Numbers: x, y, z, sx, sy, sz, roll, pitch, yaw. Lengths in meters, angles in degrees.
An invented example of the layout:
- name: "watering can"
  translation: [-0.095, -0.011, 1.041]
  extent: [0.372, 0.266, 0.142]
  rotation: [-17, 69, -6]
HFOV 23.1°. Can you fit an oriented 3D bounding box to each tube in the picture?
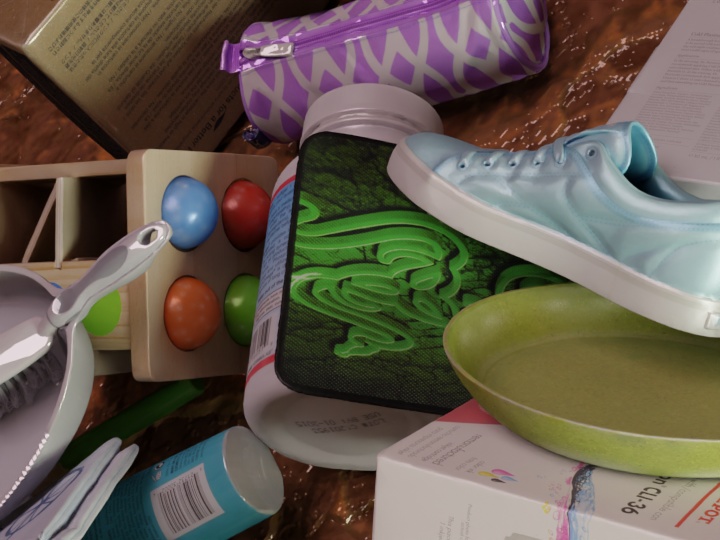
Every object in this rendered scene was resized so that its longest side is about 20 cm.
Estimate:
- name: "tube"
  translation: [-0.134, 0.148, 0.962]
  extent: [0.200, 0.050, 0.078]
  rotation: [-28, 50, 24]

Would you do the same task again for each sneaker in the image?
- name: "sneaker"
  translation: [0.107, -0.042, 0.867]
  extent: [0.200, 0.074, 0.082]
  rotation: [26, 105, 25]

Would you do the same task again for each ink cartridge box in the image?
- name: "ink cartridge box"
  translation: [-0.123, -0.177, 1.138]
  extent: [0.075, 0.165, 0.200]
  rotation: [26, 75, 45]
- name: "ink cartridge box"
  translation: [0.118, 0.117, 0.771]
  extent: [0.200, 0.116, 0.068]
  rotation: [13, 109, 28]

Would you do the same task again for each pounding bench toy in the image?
- name: "pounding bench toy"
  translation: [-0.129, 0.035, 1.015]
  extent: [0.156, 0.124, 0.200]
  rotation: [-1, 91, 33]

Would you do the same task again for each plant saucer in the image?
- name: "plant saucer"
  translation: [0.137, 0.051, 0.816]
  extent: [0.200, 0.200, 0.031]
  rotation: [21, 116, 42]

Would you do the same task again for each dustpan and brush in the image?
- name: "dustpan and brush"
  translation: [-0.169, 0.037, 0.926]
  extent: [0.200, 0.057, 0.140]
  rotation: [-32, 63, 11]

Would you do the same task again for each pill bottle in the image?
- name: "pill bottle"
  translation: [0.000, 0.000, 0.966]
  extent: [0.109, 0.109, 0.200]
  rotation: [-13, 53, 26]

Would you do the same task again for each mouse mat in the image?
- name: "mouse mat"
  translation: [0.060, 0.006, 0.906]
  extent: [0.200, 0.008, 0.161]
  rotation: [8, 57, -6]

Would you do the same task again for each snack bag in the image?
- name: "snack bag"
  translation: [-0.209, 0.176, 0.877]
  extent: [0.188, 0.021, 0.200]
  rotation: [-36, 9, 25]

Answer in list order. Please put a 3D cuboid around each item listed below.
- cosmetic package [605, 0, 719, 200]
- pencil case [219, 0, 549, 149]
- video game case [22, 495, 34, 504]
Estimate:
- name: "cosmetic package"
  translation: [0.233, -0.077, 0.886]
  extent: [0.200, 0.052, 0.151]
  rotation: [12, 56, 39]
- name: "pencil case"
  translation: [0.016, -0.138, 1.071]
  extent: [0.200, 0.085, 0.084]
  rotation: [-14, 56, 25]
- name: "video game case"
  translation: [-0.289, 0.163, 1.019]
  extent: [0.182, 0.022, 0.200]
  rotation: [11, 61, -8]
